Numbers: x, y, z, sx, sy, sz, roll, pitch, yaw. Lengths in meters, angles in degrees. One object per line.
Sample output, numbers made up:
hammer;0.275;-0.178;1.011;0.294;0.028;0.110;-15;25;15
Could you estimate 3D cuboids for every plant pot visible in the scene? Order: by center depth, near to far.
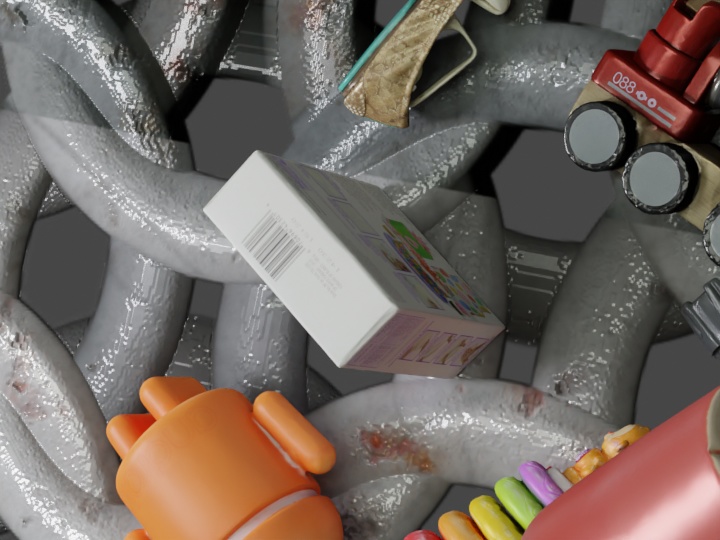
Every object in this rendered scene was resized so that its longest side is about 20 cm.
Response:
plant pot;0.220;0.168;1.293;0.201;0.200;0.178;52;133;19

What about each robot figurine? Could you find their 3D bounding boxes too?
robot figurine;-0.092;0.164;1.506;0.144;0.117;0.200;-34;68;-20

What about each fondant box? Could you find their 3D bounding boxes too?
fondant box;0.000;0.000;1.434;0.058;0.200;0.144;-47;70;14

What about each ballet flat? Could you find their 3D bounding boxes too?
ballet flat;0.065;-0.183;1.508;0.065;0.071;0.200;36;103;-4

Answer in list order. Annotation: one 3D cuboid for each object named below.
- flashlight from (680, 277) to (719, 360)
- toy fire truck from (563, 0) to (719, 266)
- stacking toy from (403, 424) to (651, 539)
flashlight;0.280;0.091;1.377;0.068;0.068;0.200;-42;72;17
toy fire truck;0.257;-0.121;1.392;0.176;0.128;0.201;37;110;22
stacking toy;0.116;0.171;1.431;0.200;0.116;0.110;-43;73;2
